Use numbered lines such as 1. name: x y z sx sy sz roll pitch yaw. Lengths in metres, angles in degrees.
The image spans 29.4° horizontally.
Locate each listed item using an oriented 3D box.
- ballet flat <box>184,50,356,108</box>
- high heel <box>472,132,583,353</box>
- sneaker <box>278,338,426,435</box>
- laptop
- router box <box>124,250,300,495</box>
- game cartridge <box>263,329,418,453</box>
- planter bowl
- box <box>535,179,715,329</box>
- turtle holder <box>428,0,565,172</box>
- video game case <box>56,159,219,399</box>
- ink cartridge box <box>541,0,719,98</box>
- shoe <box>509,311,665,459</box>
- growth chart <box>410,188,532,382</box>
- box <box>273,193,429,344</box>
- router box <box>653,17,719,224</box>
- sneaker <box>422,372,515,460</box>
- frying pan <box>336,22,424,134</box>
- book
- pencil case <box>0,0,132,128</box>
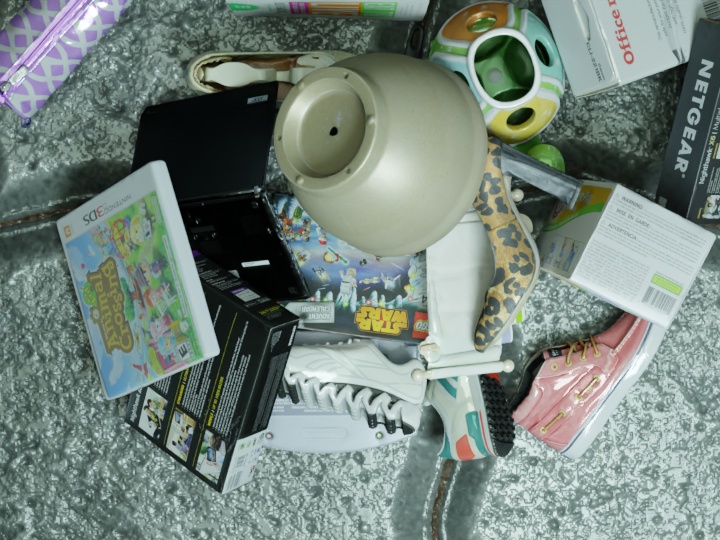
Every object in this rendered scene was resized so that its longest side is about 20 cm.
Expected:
1. ballet flat: -0.083 -0.196 1.422 0.200 0.062 0.067 -1 94 -1
2. high heel: 0.114 -0.031 1.354 0.143 0.071 0.200 26 96 4
3. sneaker: -0.027 0.104 1.413 0.200 0.075 0.081 18 70 3
4. laptop: -0.141 -0.071 1.414 0.177 0.103 0.200 -6 120 31
5. router box: -0.153 0.102 1.384 0.149 0.051 0.200 32 117 27
6. game cartridge: -0.038 0.127 1.460 0.200 0.041 0.133 0 91 -1
7. planter bowl: 0.001 -0.122 1.311 0.200 0.135 0.200 -7 78 34
8. box: 0.253 -0.022 1.367 0.112 0.200 0.101 26 93 -6
9. turtle holder: 0.139 -0.181 1.391 0.141 0.132 0.186 2 94 -2
10. video game case: -0.228 0.014 1.380 0.182 0.022 0.200 -24 80 43
11. ink cartridge box: 0.289 -0.272 1.375 0.200 0.084 0.144 -21 94 -25
12. shoe: 0.238 0.096 1.442 0.091 0.071 0.200 31 98 -8
13. growth chart: 0.115 0.013 1.378 0.145 0.018 0.200 3 87 -33
14. box: 0.000 0.000 1.415 0.200 0.040 0.137 7 85 13
15. router box: 0.389 -0.146 1.379 0.157 0.052 0.200 -1 111 -33
16. sneaker: 0.097 0.104 1.442 0.093 0.070 0.200 -16 78 31
17. frying pan: 0.022 -0.160 1.437 0.115 0.031 0.190 -7 85 -15
18. book: -0.033 -0.283 1.381 0.200 0.134 0.048 0 94 0
19. pencil case: -0.312 -0.247 1.404 0.084 0.085 0.200 40 92 -5
